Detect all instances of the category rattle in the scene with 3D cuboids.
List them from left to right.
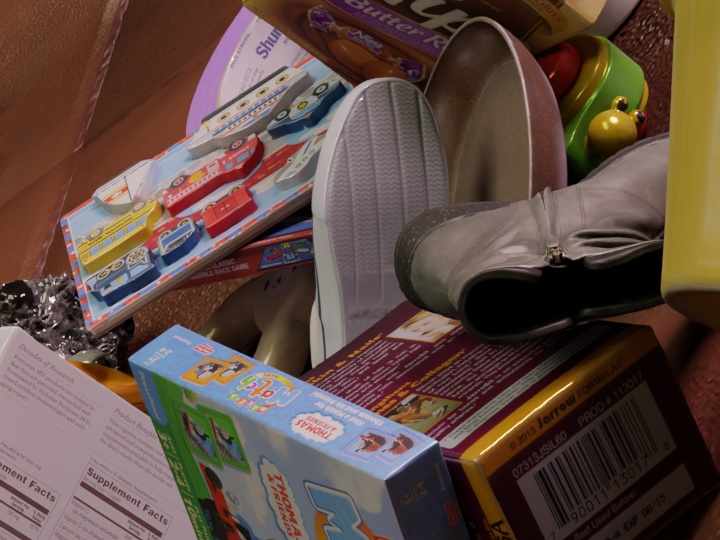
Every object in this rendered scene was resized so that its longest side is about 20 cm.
[{"bbox_3d":[-0.085,0.009,1.549,0.200,0.143,0.130,-57,6,7],"label":"rattle"}]

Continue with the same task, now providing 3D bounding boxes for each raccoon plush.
[{"bbox_3d":[-0.198,0.098,1.728,0.200,0.097,0.134,112,160,-53],"label":"raccoon plush"}]

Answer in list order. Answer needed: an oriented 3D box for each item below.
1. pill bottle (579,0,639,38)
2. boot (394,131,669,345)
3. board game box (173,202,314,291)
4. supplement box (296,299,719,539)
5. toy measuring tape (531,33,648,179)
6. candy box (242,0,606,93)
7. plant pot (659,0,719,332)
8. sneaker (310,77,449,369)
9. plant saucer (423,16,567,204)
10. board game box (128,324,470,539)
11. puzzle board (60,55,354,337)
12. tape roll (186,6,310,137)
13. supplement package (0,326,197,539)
[{"bbox_3d":[0.064,-0.210,1.488,0.113,0.200,0.113,-40,28,27],"label":"pill bottle"},{"bbox_3d":[0.121,-0.008,1.194,0.200,0.068,0.131,-16,14,-15],"label":"boot"},{"bbox_3d":[-0.053,-0.023,1.533,0.200,0.019,0.103,-11,17,35],"label":"board game box"},{"bbox_3d":[0.052,0.081,1.228,0.110,0.086,0.200,-35,20,-25],"label":"supplement box"},{"bbox_3d":[0.102,-0.097,1.438,0.074,0.074,0.200,-54,25,0],"label":"toy measuring tape"},{"bbox_3d":[0.035,-0.154,1.421,0.200,0.117,0.057,-24,35,58],"label":"candy box"},{"bbox_3d":[0.205,-0.063,1.094,0.201,0.200,0.189,2,73,60],"label":"plant pot"},{"bbox_3d":[0.000,0.000,1.398,0.071,0.073,0.201,-173,87,-70],"label":"sneaker"},{"bbox_3d":[0.064,-0.028,1.371,0.200,0.032,0.201,-175,90,-74],"label":"plant saucer"},{"bbox_3d":[-0.017,0.118,1.219,0.037,0.152,0.200,-34,31,-27],"label":"board game box"},{"bbox_3d":[-0.082,-0.053,1.542,0.200,0.017,0.151,-32,29,4],"label":"puzzle board"},{"bbox_3d":[-0.021,-0.130,1.693,0.200,0.066,0.200,-39,29,26],"label":"tape roll"},{"bbox_3d":[-0.166,0.130,1.451,0.156,0.200,0.111,-7,51,57],"label":"supplement package"}]
